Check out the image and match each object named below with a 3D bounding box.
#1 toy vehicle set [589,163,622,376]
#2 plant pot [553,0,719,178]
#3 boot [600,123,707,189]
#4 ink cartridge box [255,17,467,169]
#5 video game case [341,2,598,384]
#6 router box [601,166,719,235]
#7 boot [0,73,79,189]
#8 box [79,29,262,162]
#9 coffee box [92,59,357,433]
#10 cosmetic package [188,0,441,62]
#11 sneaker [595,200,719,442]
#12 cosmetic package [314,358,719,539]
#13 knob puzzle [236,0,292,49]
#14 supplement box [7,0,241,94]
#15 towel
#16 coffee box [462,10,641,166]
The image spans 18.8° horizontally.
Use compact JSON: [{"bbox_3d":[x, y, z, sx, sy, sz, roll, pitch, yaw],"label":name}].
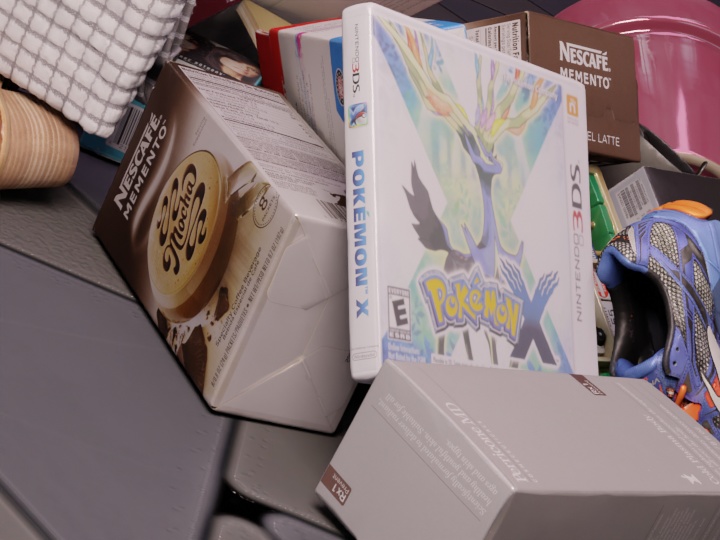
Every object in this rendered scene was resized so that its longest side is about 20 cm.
[{"bbox_3d":[0.121,0.027,1.234,0.124,0.026,0.200,4,60,-47],"label":"toy vehicle set"},{"bbox_3d":[0.212,-0.082,1.597,0.200,0.200,0.179,20,33,-13],"label":"plant pot"},{"bbox_3d":[0.119,-0.070,1.455,0.200,0.138,0.077,34,20,3],"label":"boot"},{"bbox_3d":[0.003,-0.082,1.225,0.067,0.117,0.200,-12,13,-16],"label":"ink cartridge box"},{"bbox_3d":[0.059,-0.025,1.099,0.022,0.183,0.200,-10,-13,36],"label":"video game case"},{"bbox_3d":[0.235,0.040,1.319,0.157,0.052,0.200,6,58,-45],"label":"router box"},{"bbox_3d":[-0.263,-0.112,1.229,0.154,0.074,0.200,5,23,-37],"label":"boot"},{"bbox_3d":[-0.120,-0.110,1.441,0.082,0.049,0.200,24,18,-2],"label":"box"},{"bbox_3d":[-0.061,-0.017,1.152,0.080,0.113,0.200,14,20,-31],"label":"coffee box"},{"bbox_3d":[-0.069,-0.238,1.588,0.200,0.199,0.123,8,68,-45],"label":"cosmetic package"},{"bbox_3d":[0.172,0.064,1.175,0.078,0.075,0.201,-11,81,-40],"label":"sneaker"},{"bbox_3d":[0.089,0.107,1.042,0.200,0.090,0.107,9,27,-47],"label":"cosmetic package"},{"bbox_3d":[0.001,-0.087,1.530,0.220,0.030,0.220,40,20,-18],"label":"knob puzzle"},{"bbox_3d":[-0.169,-0.187,1.404,0.200,0.061,0.109,-30,45,-22],"label":"supplement box"},{"bbox_3d":[-0.170,-0.197,1.210,0.200,0.166,0.086,33,28,9],"label":"towel"},{"bbox_3d":[0.059,-0.099,1.342,0.200,0.080,0.114,-6,-7,40],"label":"coffee box"}]
